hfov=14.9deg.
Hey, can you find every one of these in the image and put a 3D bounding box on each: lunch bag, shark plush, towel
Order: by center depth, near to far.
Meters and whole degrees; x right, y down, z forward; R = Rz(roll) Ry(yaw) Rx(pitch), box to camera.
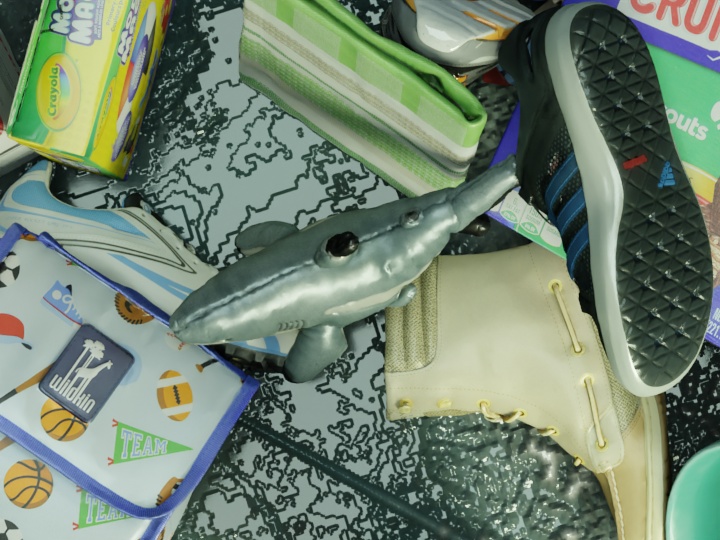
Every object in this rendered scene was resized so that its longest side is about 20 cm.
[{"bbox_3d":[0.000,0.000,1.456,0.199,0.083,0.091,-13,79,21],"label":"shark plush"},{"bbox_3d":[0.001,-0.101,1.482,0.149,0.200,0.031,35,78,2],"label":"towel"},{"bbox_3d":[-0.172,0.097,1.503,0.170,0.124,0.200,34,101,0],"label":"lunch bag"}]

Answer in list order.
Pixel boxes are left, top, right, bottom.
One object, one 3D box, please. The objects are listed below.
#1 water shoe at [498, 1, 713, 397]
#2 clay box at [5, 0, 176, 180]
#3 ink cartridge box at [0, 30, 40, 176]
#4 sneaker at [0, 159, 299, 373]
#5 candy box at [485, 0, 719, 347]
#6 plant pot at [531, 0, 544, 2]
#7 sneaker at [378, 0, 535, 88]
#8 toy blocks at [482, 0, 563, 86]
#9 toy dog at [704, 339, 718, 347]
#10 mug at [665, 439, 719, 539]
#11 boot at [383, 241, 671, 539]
[{"bbox_3d":[0.124,-0.036,1.403,0.071,0.079,0.201,-12,94,-33],"label":"water shoe"},{"bbox_3d":[-0.143,-0.114,1.484,0.047,0.200,0.116,15,89,2],"label":"clay box"},{"bbox_3d":[-0.246,-0.117,1.489,0.083,0.200,0.145,-28,87,4],"label":"ink cartridge box"},{"bbox_3d":[-0.111,0.002,1.546,0.199,0.072,0.073,26,80,-1],"label":"sneaker"},{"bbox_3d":[0.178,-0.084,1.442,0.169,0.077,0.201,30,104,22],"label":"candy box"},{"bbox_3d":[0.059,-0.270,1.480,0.200,0.180,0.201,32,89,23],"label":"plant pot"},{"bbox_3d":[0.044,-0.124,1.485,0.078,0.200,0.078,28,99,0],"label":"sneaker"},{"bbox_3d":[0.158,-0.098,1.538,0.137,0.100,0.200,-38,86,12],"label":"toy blocks"},{"bbox_3d":[0.275,0.037,1.510,0.199,0.132,0.097,7,47,8],"label":"toy dog"},{"bbox_3d":[0.246,0.145,1.483,0.114,0.185,0.153,-20,102,-33],"label":"mug"},{"bbox_3d":[0.092,0.080,1.535,0.154,0.073,0.201,-8,92,4],"label":"boot"}]
